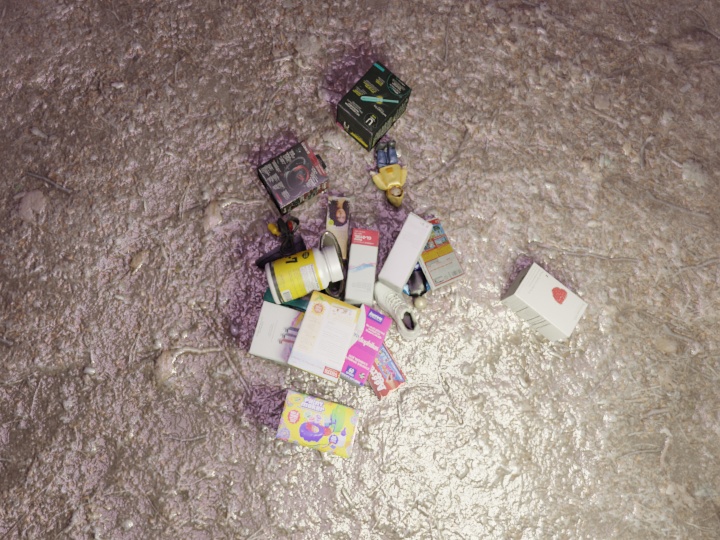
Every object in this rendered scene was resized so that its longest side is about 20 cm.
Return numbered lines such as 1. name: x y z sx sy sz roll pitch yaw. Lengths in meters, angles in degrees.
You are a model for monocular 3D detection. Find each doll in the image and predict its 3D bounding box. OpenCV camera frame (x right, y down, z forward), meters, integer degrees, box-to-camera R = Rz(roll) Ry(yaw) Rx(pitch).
1. doll: 0.170 0.015 1.601 0.132 0.049 0.207 -6 77 -8

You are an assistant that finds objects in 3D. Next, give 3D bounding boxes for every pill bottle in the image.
1. pill bottle: -0.151 0.007 1.441 0.194 0.114 0.117 -18 79 -4

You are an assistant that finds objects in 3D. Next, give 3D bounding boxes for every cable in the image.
1. cable: -0.210 -0.095 1.547 0.094 0.051 0.202 -8 44 -19

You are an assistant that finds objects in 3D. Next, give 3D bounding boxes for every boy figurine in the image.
1. boy figurine: 0.090 -0.298 1.659 0.120 0.065 0.206 -6 74 -9

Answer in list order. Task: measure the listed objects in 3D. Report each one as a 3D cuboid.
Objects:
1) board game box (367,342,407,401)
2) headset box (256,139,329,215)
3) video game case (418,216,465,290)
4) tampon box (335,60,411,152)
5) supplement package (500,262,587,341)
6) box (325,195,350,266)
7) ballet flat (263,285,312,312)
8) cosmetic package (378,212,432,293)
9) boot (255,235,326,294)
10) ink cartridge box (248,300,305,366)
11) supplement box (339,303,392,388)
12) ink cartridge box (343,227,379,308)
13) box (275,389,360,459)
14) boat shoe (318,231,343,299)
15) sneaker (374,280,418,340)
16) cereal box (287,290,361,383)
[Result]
1. board game box: 0.044 0.263 1.548 0.101 0.019 0.203 -31 82 -10
2. headset box: -0.196 -0.288 1.624 0.197 0.075 0.151 -33 82 -11
3. video game case: 0.225 -0.055 1.610 0.140 0.017 0.205 -18 79 -35
4. tampon box: 0.039 -0.513 1.671 0.149 0.126 0.201 40 77 5
5. supplement package: 0.543 0.096 1.580 0.198 0.120 0.122 37 75 4
6. box: -0.071 -0.119 1.610 0.073 0.050 0.207 3 77 -4
7. ballet flat: -0.181 0.079 1.500 0.194 0.067 0.073 12 90 10
8. cosmetic package: 0.127 -0.045 1.511 0.080 0.113 0.204 28 81 8
9. boot: -0.198 0.025 1.564 0.162 0.066 0.204 -27 88 -3
10. ink cartridge box: -0.191 0.191 1.478 0.194 0.146 0.149 17 76 -2
11. supplement box: 0.002 0.214 1.495 0.099 0.104 0.204 25 74 3
12. ink cartridge box: 0.000 0.000 1.539 0.080 0.146 0.207 7 76 -3
13. box: -0.112 0.402 1.412 0.194 0.193 0.126 16 76 -1
14. boat shoe: -0.082 -0.018 1.530 0.070 0.060 0.209 -7 81 -6
15. sneaker: 0.113 0.106 1.548 0.077 0.100 0.202 -37 83 -12
16. cereal box: -0.094 0.174 1.396 0.140 0.040 0.205 21 76 -1
